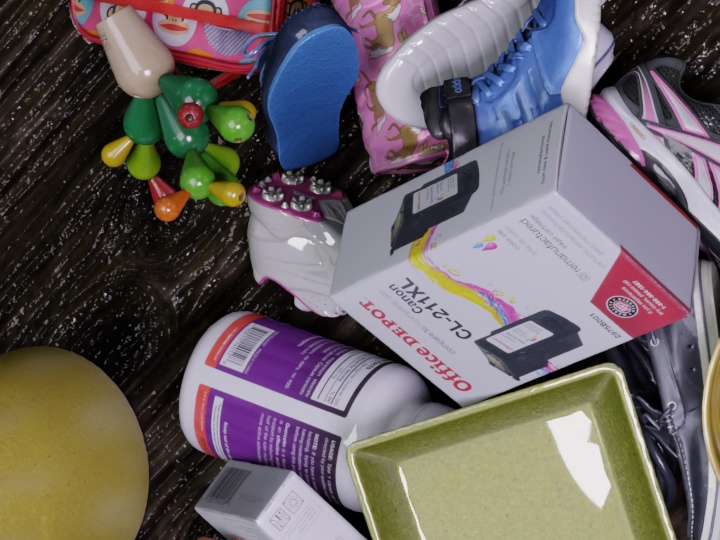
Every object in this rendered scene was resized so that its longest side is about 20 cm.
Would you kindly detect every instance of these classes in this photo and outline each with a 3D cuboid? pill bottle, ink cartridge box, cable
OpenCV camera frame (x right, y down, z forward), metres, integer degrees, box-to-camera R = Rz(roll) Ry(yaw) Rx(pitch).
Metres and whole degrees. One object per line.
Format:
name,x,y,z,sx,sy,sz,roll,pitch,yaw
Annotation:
pill bottle,-0.027,0.108,1.790,0.200,0.112,0.113,19,103,26
ink cartridge box,-0.019,0.220,1.771,0.050,0.200,0.109,-53,22,-17
cable,0.150,0.095,1.727,0.163,0.051,0.201,4,95,28
ink cartridge box,0.102,-0.005,1.617,0.200,0.146,0.083,-26,38,37

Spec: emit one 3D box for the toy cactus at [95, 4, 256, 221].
toy cactus,-0.149,-0.114,1.806,0.102,0.200,0.165,-33,98,-16

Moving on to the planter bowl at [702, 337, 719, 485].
planter bowl,0.304,0.081,1.601,0.200,0.083,0.201,-2,97,-14

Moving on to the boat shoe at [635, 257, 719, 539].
boat shoe,0.219,0.093,1.649,0.062,0.075,0.201,-5,95,13

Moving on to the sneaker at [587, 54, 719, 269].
sneaker,0.245,-0.068,1.651,0.086,0.080,0.200,-42,85,-2

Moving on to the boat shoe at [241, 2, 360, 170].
boat shoe,-0.051,-0.140,1.752,0.200,0.084,0.069,112,139,-63

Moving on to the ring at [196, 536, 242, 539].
ring,-0.038,0.254,1.779,0.200,0.201,0.019,29,72,24

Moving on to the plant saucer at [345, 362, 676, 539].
plant saucer,0.114,0.182,1.686,0.199,0.048,0.200,-18,94,7

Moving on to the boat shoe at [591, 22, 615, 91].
boat shoe,0.125,-0.084,1.725,0.065,0.074,0.200,36,108,-7

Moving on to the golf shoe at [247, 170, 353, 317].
golf shoe,0.000,0.000,1.800,0.200,0.075,0.092,27,121,27

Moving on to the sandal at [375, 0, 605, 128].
sandal,0.098,-0.170,1.711,0.202,0.050,0.083,-34,117,-2

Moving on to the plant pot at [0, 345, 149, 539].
plant pot,-0.289,0.165,1.921,0.200,0.142,0.201,2,94,29

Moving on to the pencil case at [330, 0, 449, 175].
pencil case,0.027,-0.166,1.759,0.083,0.087,0.201,-12,88,-5

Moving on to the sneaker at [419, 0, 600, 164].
sneaker,0.098,-0.128,1.640,0.111,0.077,0.201,7,111,-1

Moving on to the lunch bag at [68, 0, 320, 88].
lunch bag,-0.125,-0.223,1.842,0.200,0.082,0.177,13,104,29
